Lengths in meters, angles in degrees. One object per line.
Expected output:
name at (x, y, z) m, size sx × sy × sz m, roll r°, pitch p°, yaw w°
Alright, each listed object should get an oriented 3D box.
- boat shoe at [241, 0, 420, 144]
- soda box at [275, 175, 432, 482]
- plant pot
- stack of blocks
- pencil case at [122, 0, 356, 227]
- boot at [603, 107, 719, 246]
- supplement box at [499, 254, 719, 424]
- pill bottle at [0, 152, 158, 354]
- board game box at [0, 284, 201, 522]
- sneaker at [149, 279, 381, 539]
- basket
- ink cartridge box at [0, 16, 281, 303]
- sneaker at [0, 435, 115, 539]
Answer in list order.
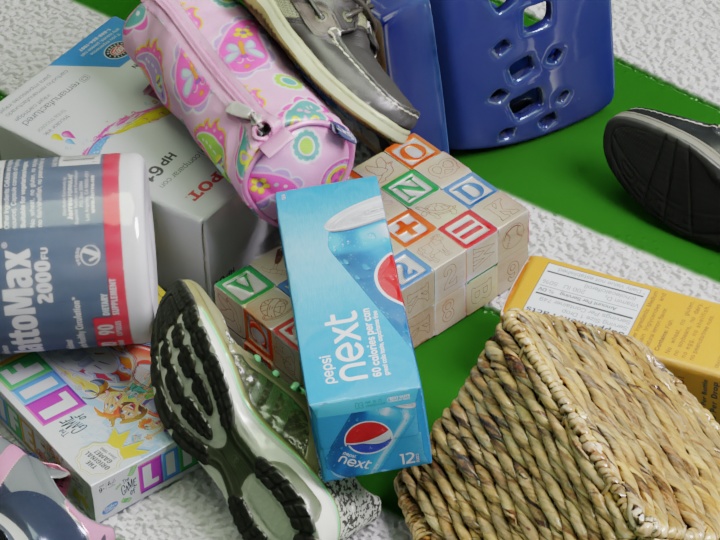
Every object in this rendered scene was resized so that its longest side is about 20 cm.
boat shoe at (-0.024, -0.166, 1.718) m, size 0.066 × 0.072 × 0.201 m, roll -46°, pitch 65°, yaw 9°
soda box at (-0.006, 0.031, 1.592) m, size 0.067 × 0.064 × 0.201 m, roll -10°, pitch 41°, yaw -1°
plant pot at (0.048, -0.191, 1.851) m, size 0.179 × 0.201 × 0.200 m, roll -32°, pitch 50°, yaw -21°
stack of blocks at (0.000, 0.000, 1.728) m, size 0.199 × 0.059 × 0.115 m, roll -31°, pitch 49°, yaw -29°
pencil case at (-0.079, -0.114, 1.716) m, size 0.087 × 0.088 × 0.200 m, roll -19°, pitch 45°, yaw -19°
boot at (0.282, -0.079, 1.801) m, size 0.203 × 0.074 × 0.154 m, roll 26°, pitch 45°, yaw 23°
supplement box at (0.187, 0.055, 1.653) m, size 0.199 × 0.067 × 0.069 m, roll 16°, pitch 47°, yaw 21°
pill bottle at (-0.228, -0.007, 1.649) m, size 0.198 × 0.120 × 0.120 m, roll -4°, pitch 41°, yaw -1°
board game box at (-0.167, 0.063, 1.682) m, size 0.134 × 0.034 × 0.200 m, roll -28°, pitch 47°, yaw -26°
sneaker at (-0.057, 0.091, 1.602) m, size 0.088 × 0.077 × 0.201 m, roll -15°, pitch 68°, yaw -45°
basket at (0.135, 0.145, 1.543) m, size 0.142 × 0.149 × 0.200 m, roll 14°, pitch 30°, yaw -35°
ink cartridge box at (-0.134, -0.075, 1.802) m, size 0.199 × 0.085 × 0.144 m, roll 26°, pitch 48°, yaw 27°
sneaker at (-0.223, 0.127, 1.599) m, size 0.082 × 0.071 × 0.200 m, roll -12°, pitch 43°, yaw -35°
